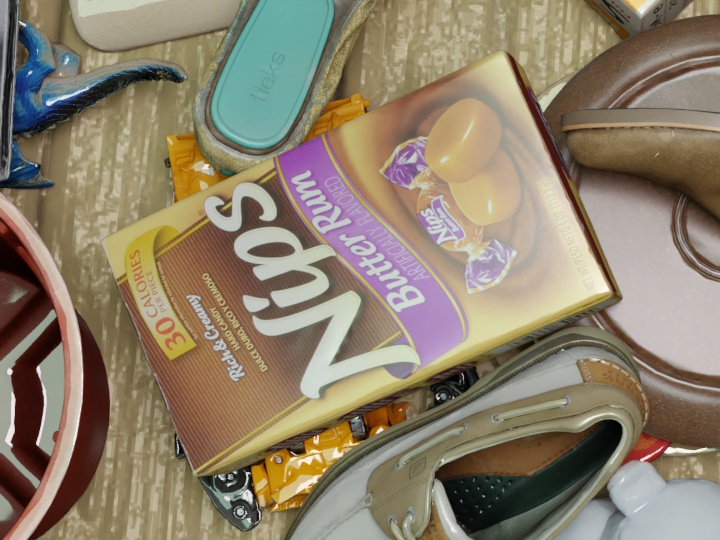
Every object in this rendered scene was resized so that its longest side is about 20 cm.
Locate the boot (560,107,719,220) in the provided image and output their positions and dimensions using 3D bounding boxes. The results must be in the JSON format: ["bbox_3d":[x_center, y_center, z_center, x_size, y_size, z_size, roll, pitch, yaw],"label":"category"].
[{"bbox_3d":[0.178,-0.025,0.904,0.200,0.074,0.076,13,94,4],"label":"boot"}]

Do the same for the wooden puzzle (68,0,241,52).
[{"bbox_3d":[-0.066,-0.222,1.037,0.185,0.046,0.200,-11,83,3],"label":"wooden puzzle"}]

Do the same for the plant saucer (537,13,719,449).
[{"bbox_3d":[0.166,-0.020,0.953,0.200,0.034,0.200,-1,83,5],"label":"plant saucer"}]

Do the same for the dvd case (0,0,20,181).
[{"bbox_3d":[-0.226,-0.121,1.002,0.149,0.016,0.200,-11,64,22],"label":"dvd case"}]

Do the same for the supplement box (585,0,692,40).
[{"bbox_3d":[0.157,-0.221,1.005,0.126,0.074,0.200,44,89,9],"label":"supplement box"}]

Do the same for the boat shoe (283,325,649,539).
[{"bbox_3d":[0.037,0.102,0.923,0.200,0.068,0.075,-41,105,15],"label":"boat shoe"}]

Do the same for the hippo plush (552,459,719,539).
[{"bbox_3d":[0.107,0.163,0.914,0.159,0.200,0.161,17,72,-26],"label":"hippo plush"}]

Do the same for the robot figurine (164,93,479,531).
[{"bbox_3d":[-0.023,0.025,0.998,0.145,0.058,0.200,-12,82,3],"label":"robot figurine"}]

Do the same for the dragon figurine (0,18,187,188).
[{"bbox_3d":[-0.178,-0.068,1.020,0.200,0.059,0.099,9,86,10],"label":"dragon figurine"}]

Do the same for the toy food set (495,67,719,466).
[{"bbox_3d":[0.145,-0.006,0.993,0.200,0.049,0.198,43,88,8],"label":"toy food set"}]

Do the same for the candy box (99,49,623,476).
[{"bbox_3d":[0.000,0.000,0.933,0.200,0.056,0.117,-25,81,11],"label":"candy box"}]

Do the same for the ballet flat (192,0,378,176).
[{"bbox_3d":[-0.021,-0.130,0.983,0.071,0.071,0.200,24,74,7],"label":"ballet flat"}]

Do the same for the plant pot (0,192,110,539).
[{"bbox_3d":[-0.200,0.056,0.939,0.201,0.195,0.201,-1,83,5],"label":"plant pot"}]
